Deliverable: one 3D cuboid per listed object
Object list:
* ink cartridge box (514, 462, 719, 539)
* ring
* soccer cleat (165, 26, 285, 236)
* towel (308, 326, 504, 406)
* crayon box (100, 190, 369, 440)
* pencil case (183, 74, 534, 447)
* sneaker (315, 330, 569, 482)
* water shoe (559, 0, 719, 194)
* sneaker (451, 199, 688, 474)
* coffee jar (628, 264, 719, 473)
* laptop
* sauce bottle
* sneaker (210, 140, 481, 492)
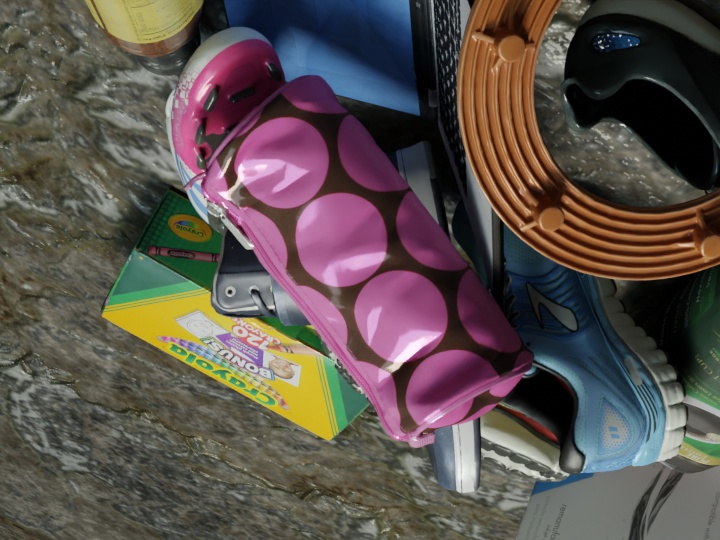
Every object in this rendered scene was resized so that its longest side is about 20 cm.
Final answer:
[{"bbox_3d":[0.212,0.179,1.062,0.199,0.116,0.067,8,148,28],"label":"ink cartridge box"},{"bbox_3d":[0.140,-0.086,0.705,0.199,0.019,0.202,-5,116,-11],"label":"ring"},{"bbox_3d":[-0.088,-0.091,0.928,0.087,0.070,0.200,56,164,21],"label":"soccer cleat"},{"bbox_3d":[0.059,0.037,1.022,0.199,0.086,0.018,22,134,7],"label":"towel"},{"bbox_3d":[-0.077,0.035,1.143,0.199,0.059,0.119,29,149,-7],"label":"crayon box"},{"bbox_3d":[0.000,0.000,0.842,0.200,0.093,0.091,51,162,4],"label":"pencil case"},{"bbox_3d":[0.063,0.066,1.064,0.199,0.085,0.077,29,161,-1],"label":"sneaker"},{"bbox_3d":[0.189,-0.062,0.779,0.199,0.079,0.072,24,150,2],"label":"water shoe"},{"bbox_3d":[0.101,0.031,0.909,0.201,0.089,0.079,57,157,33],"label":"sneaker"},{"bbox_3d":[0.215,0.047,0.923,0.104,0.086,0.200,28,149,-9],"label":"coffee jar"},{"bbox_3d":[-0.005,-0.107,0.823,0.115,0.201,0.188,-13,145,-3],"label":"laptop"},{"bbox_3d":[-0.114,-0.151,0.834,0.066,0.066,0.200,23,172,2],"label":"sauce bottle"},{"bbox_3d":[-0.008,0.039,0.931,0.145,0.204,0.077,-12,175,3],"label":"sneaker"}]
